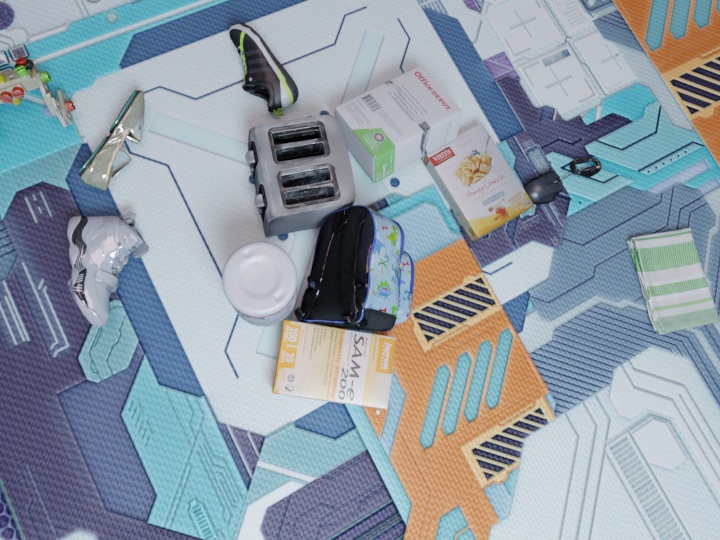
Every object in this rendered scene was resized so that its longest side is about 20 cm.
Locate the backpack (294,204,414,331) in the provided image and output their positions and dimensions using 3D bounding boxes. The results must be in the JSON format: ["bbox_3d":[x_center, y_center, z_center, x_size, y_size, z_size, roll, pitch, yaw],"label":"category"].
[{"bbox_3d":[0.000,0.000,0.922,0.146,0.182,0.202,15,78,-41],"label":"backpack"}]

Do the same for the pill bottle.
[{"bbox_3d":[-0.161,0.031,0.884,0.112,0.200,0.114,2,77,-7],"label":"pill bottle"}]

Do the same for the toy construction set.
[{"bbox_3d":[-0.620,-0.304,0.951,0.199,0.092,0.132,-11,55,-18],"label":"toy construction set"}]

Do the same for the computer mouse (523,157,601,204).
[{"bbox_3d":[0.418,-0.189,1.096,0.199,0.034,0.059,-26,80,-15],"label":"computer mouse"}]

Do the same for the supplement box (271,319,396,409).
[{"bbox_3d":[-0.046,0.165,0.935,0.198,0.074,0.127,9,77,-6],"label":"supplement box"}]

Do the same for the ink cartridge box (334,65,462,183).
[{"bbox_3d":[0.071,-0.283,1.029,0.199,0.084,0.146,-30,67,-13],"label":"ink cartridge box"}]

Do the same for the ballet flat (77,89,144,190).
[{"bbox_3d":[-0.440,-0.237,0.987,0.062,0.067,0.201,35,77,-28],"label":"ballet flat"}]

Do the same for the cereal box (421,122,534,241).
[{"bbox_3d":[0.232,-0.177,1.067,0.143,0.040,0.201,-29,83,-13],"label":"cereal box"}]

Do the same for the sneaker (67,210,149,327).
[{"bbox_3d":[-0.427,-0.009,0.920,0.114,0.075,0.201,-13,76,-8],"label":"sneaker"}]

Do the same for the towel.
[{"bbox_3d":[0.636,0.019,1.087,0.151,0.023,0.202,-10,79,-11],"label":"towel"}]

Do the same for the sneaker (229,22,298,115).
[{"bbox_3d":[-0.204,-0.389,1.038,0.083,0.072,0.200,-39,85,-13],"label":"sneaker"}]

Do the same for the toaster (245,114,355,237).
[{"bbox_3d":[-0.102,-0.169,0.979,0.198,0.119,0.182,-11,80,-10],"label":"toaster"}]
